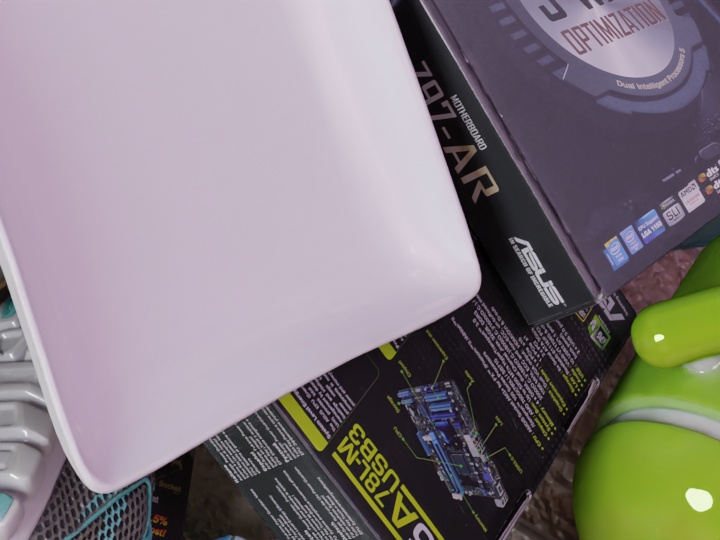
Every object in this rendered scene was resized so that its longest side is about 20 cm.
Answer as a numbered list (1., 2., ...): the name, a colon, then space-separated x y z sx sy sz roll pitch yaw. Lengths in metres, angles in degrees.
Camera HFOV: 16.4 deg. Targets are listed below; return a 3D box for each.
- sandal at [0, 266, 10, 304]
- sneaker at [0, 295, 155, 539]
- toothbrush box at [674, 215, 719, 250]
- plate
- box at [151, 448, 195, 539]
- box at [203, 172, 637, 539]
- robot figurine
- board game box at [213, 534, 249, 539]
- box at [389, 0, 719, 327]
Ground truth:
1. sandal: -0.200 -0.027 0.825 0.199 0.055 0.082 14 31 -21
2. sneaker: -0.100 0.057 0.863 0.200 0.077 0.091 -60 138 -41
3. toothbrush box: 0.151 -0.062 1.079 0.199 0.146 0.086 -9 80 -35
4. plate: -0.058 -0.054 0.782 0.199 0.032 0.201 -26 99 -47
5. box: -0.161 0.100 0.872 0.199 0.050 0.158 20 66 -30
6. box: 0.000 0.000 0.889 0.200 0.047 0.193 53 44 -15
7. robot figurine: 0.158 0.062 0.986 0.200 0.115 0.176 -54 139 -29
8. board game box: -0.001 0.226 0.944 0.200 0.056 0.197 25 63 -27
9. box: 0.100 -0.096 0.937 0.200 0.043 0.161 -33 95 -34
